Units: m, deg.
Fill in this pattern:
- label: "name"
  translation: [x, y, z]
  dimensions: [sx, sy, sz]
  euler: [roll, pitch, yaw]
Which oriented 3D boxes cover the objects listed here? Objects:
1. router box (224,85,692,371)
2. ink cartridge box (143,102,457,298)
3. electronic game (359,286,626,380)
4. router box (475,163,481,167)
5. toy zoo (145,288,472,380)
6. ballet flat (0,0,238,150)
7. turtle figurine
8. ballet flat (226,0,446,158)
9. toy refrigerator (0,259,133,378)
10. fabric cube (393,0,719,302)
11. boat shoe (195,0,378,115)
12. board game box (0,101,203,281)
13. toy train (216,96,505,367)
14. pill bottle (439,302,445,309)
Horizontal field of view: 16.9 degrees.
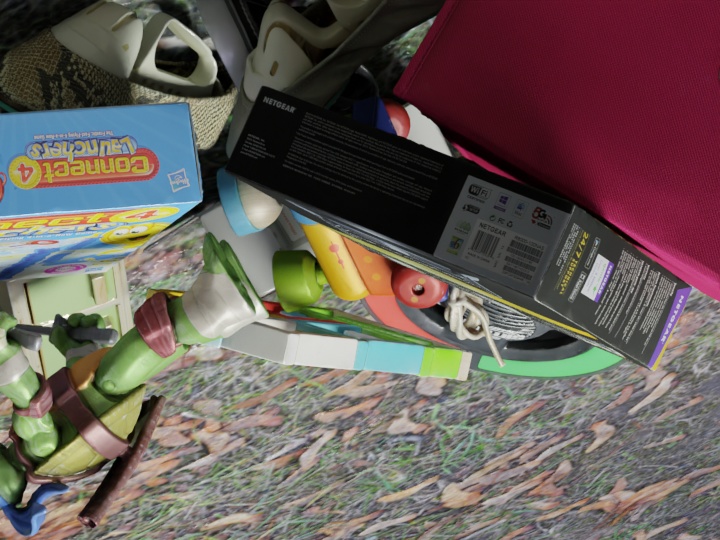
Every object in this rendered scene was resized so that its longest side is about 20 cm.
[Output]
- label: "router box"
  translation: [0.052, -0.021, 1.254]
  dimensions: [0.157, 0.199, 0.052]
  euler: [29, 85, -58]
- label: "ink cartridge box"
  translation: [-0.033, -0.036, 1.547]
  dimensions: [0.199, 0.068, 0.116]
  euler: [-27, -178, 4]
- label: "electronic game"
  translation: [0.093, 0.021, 1.611]
  dimensions: [0.199, 0.042, 0.200]
  euler: [10, 153, 5]
- label: "router box"
  translation: [0.184, -0.093, 1.479]
  dimensions: [0.149, 0.051, 0.200]
  euler: [14, 130, -45]
- label: "toy zoo"
  translation: [-0.042, 0.039, 1.510]
  dimensions: [0.199, 0.131, 0.021]
  euler: [8, 96, -46]
- label: "ballet flat"
  translation: [-0.132, -0.114, 1.365]
  dimensions: [0.075, 0.068, 0.200]
  euler: [-57, 153, 13]
- label: "turtle figurine"
  translation: [-0.163, 0.029, 1.372]
  dimensions: [0.193, 0.200, 0.144]
  euler: [-30, 143, 2]
- label: "ballet flat"
  translation: [-0.015, -0.134, 1.289]
  dimensions: [0.200, 0.068, 0.064]
  euler: [-37, 126, 25]
- label: "toy refrigerator"
  translation: [-0.190, 0.017, 1.549]
  dimensions: [0.076, 0.070, 0.200]
  euler: [-20, 155, -12]
- label: "fabric cube"
  translation: [0.165, -0.111, 1.267]
  dimensions: [0.197, 0.199, 0.200]
  euler: [-59, 165, 2]
- label: "boat shoe"
  translation: [-0.035, -0.124, 1.414]
  dimensions: [0.066, 0.070, 0.200]
  euler: [-28, 158, 8]
- label: "board game box"
  translation: [-0.210, -0.036, 1.330]
  dimensions: [0.199, 0.056, 0.196]
  euler: [-5, 171, -22]
- label: "toy train"
  translation: [0.000, 0.000, 1.461]
  dimensions: [0.115, 0.085, 0.201]
  euler: [-16, 123, 15]
- label: "pill bottle"
  translation: [0.143, -0.041, 1.693]
  dimensions: [0.200, 0.116, 0.116]
  euler: [-33, 155, 22]
